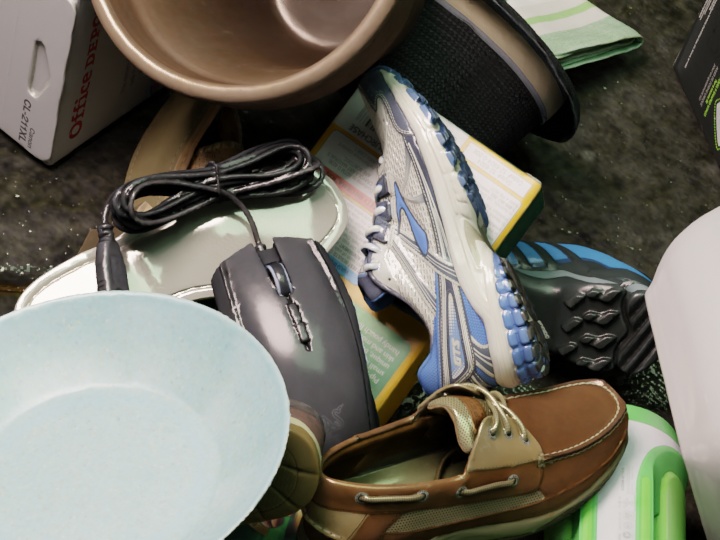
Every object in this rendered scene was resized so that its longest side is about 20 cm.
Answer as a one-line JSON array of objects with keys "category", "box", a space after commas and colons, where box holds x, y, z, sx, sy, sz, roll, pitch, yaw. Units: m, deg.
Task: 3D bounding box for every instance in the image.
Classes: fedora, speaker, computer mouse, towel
[{"category": "fedora", "box": [0.043, -0.129, 1.398, 0.200, 0.201, 0.092, 37, 78, 14]}, {"category": "speaker", "box": [0.138, 0.173, 1.188, 0.088, 0.089, 0.201, 14, 46, -7]}, {"category": "computer mouse", "box": [-0.066, 0.028, 1.166, 0.139, 0.046, 0.202, -9, 78, -15]}, {"category": "towel", "box": [0.085, -0.205, 1.522, 0.200, 0.024, 0.152, 39, 34, 24]}]

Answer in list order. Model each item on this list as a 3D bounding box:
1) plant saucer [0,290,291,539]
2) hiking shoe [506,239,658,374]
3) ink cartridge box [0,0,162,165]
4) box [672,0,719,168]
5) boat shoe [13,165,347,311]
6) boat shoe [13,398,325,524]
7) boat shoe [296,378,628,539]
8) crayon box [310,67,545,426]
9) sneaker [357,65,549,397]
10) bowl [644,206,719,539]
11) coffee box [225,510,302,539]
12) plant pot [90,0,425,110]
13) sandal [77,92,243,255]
[{"category": "plant saucer", "box": [-0.130, 0.091, 1.032, 0.199, 0.039, 0.202, -4, 42, 3]}, {"category": "hiking shoe", "box": [0.094, 0.014, 1.340, 0.198, 0.075, 0.087, 17, 17, 5]}, {"category": "ink cartridge box", "box": [-0.150, -0.181, 1.360, 0.083, 0.146, 0.200, 36, 47, 16]}, {"category": "box", "box": [0.328, -0.113, 1.484, 0.147, 0.125, 0.201, -2, 51, -19]}, {"category": "boat shoe", "box": [-0.101, 0.004, 1.225, 0.199, 0.060, 0.074, -29, 78, -12]}, {"category": "boat shoe", "box": [-0.114, 0.095, 1.117, 0.199, 0.072, 0.066, -3, 15, 12]}, {"category": "boat shoe", "box": [0.058, 0.100, 1.149, 0.199, 0.074, 0.076, -22, 42, -26]}, {"category": "crayon box", "box": [0.000, 0.000, 1.271, 0.125, 0.052, 0.200, 35, 83, 13]}, {"category": "sneaker", "box": [0.030, -0.019, 1.209, 0.085, 0.077, 0.201, -25, 73, 8]}, {"category": "bowl", "box": [0.218, 0.085, 1.238, 0.074, 0.201, 0.201, -14, 46, 8]}, {"category": "coffee box", "box": [-0.064, 0.137, 1.177, 0.199, 0.044, 0.123, 22, 47, 1]}, {"category": "plant pot", "box": [-0.036, -0.185, 1.261, 0.200, 0.201, 0.174, 40, 11, 17]}, {"category": "sandal", "box": [-0.104, -0.045, 1.327, 0.070, 0.077, 0.212, 44, 50, -22]}]
